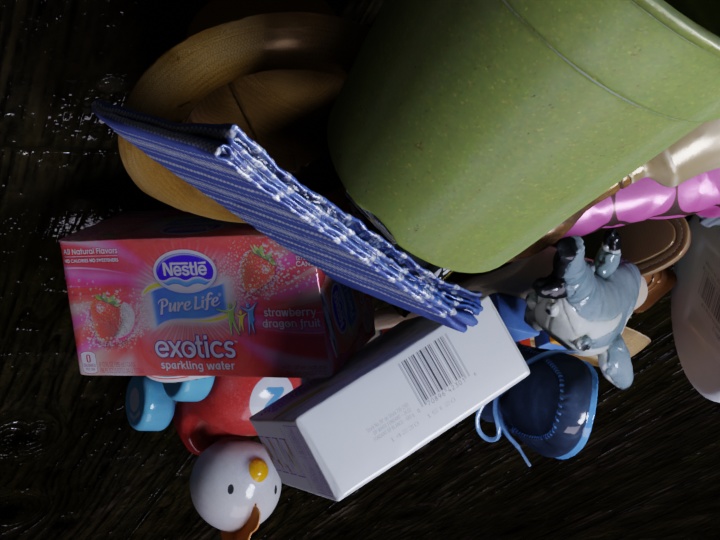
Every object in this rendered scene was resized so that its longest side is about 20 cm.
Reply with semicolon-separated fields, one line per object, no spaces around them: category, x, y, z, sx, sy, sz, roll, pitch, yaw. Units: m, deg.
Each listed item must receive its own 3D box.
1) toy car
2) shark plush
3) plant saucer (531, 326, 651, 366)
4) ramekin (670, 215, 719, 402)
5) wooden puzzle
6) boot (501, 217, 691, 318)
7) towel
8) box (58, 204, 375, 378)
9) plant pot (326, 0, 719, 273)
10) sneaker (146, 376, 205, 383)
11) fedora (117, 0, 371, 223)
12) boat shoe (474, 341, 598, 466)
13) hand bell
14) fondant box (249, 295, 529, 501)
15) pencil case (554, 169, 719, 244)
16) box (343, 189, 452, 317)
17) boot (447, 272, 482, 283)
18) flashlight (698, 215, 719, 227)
toy car;-0.121;0.186;1.212;0.182;0.203;0.176;5;153;-35
shark plush;0.146;0.005;0.804;0.084;0.090;0.200;-54;145;-1
plant saucer;0.172;0.055;1.121;0.197;0.036;0.200;17;175;2
ramekin;0.355;0.026;1.064;0.096;0.204;0.201;1;156;-9
wooden puzzle;0.109;0.047;0.956;0.199;0.047;0.184;-26;154;36
boot;0.242;0.001;1.069;0.154;0.078;0.199;17;151;-38
towel;-0.036;-0.031;0.637;0.199;0.024;0.144;35;171;-38
box;-0.099;0.012;0.836;0.197;0.104;0.095;0;-166;21
plant pot;0.080;-0.103;0.568;0.198;0.202;0.190;7;140;-36
sneaker;-0.120;0.054;1.068;0.196;0.071;0.093;-11;164;7
fedora;-0.053;-0.106;0.706;0.197;0.083;0.201;-8;153;-4
boat shoe;0.106;0.090;0.836;0.068;0.085;0.200;16;173;-9
hand bell;0.166;-0.060;0.795;0.199;0.105;0.104;-33;158;-4
fondant box;0.010;0.085;0.794;0.143;0.059;0.200;-31;180;-15
pencil case;0.189;-0.063;0.911;0.197;0.092;0.094;-10;156;-8
box;0.081;-0.072;0.756;0.200;0.049;0.160;-43;166;-9
boot;0.000;0.000;0.980;0.198;0.078;0.154;-7;169;-40
flashlight;0.342;-0.096;0.930;0.067;0.069;0.200;2;153;-35
